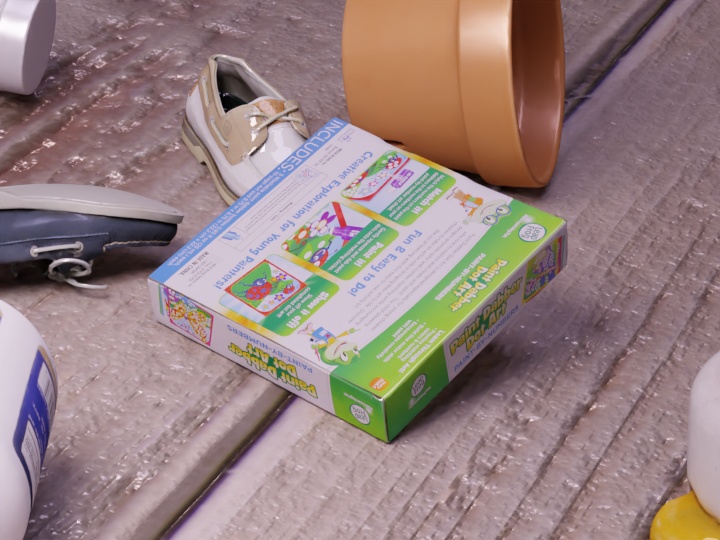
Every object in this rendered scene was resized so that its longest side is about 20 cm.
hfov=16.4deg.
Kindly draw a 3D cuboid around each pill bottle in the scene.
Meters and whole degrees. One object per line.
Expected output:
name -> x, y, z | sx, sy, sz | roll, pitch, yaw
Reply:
pill bottle -> -0.337, -0.193, 1.882 | 0.199, 0.113, 0.112 | 14, 26, 7
pill bottle -> -0.229, 0.104, 1.312 | 0.119, 0.120, 0.200 | 9, 26, -3

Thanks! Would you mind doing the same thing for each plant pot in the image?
plant pot -> 0.070, -0.161, 1.901 | 0.139, 0.201, 0.200 | -2, 23, 17

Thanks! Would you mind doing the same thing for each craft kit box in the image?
craft kit box -> 0.000, 0.000, 1.620 | 0.197, 0.049, 0.200 | 24, 50, 32

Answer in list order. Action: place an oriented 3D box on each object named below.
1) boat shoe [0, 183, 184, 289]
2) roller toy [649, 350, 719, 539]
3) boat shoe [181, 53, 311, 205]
boat shoe -> -0.208, -0.023, 1.637 | 0.199, 0.062, 0.075 | 0, 10, -39
roller toy -> 0.278, 0.125, 1.431 | 0.182, 0.141, 0.200 | 11, 26, 28
boat shoe -> -0.074, -0.094, 1.825 | 0.074, 0.069, 0.200 | -8, 31, -32
